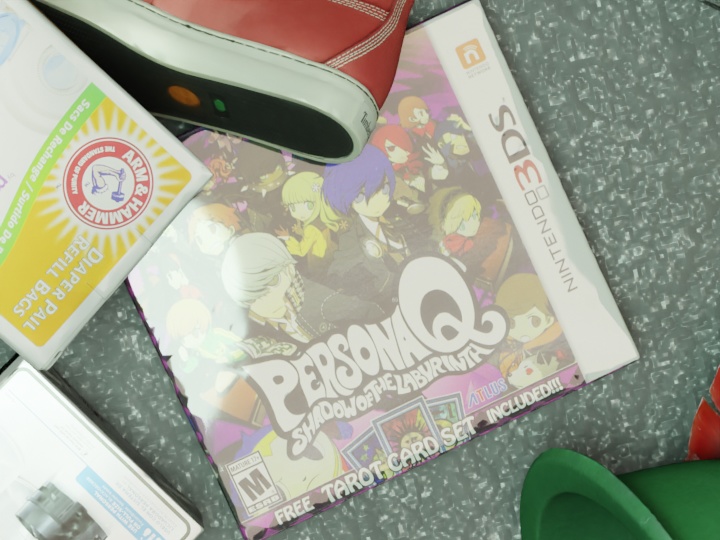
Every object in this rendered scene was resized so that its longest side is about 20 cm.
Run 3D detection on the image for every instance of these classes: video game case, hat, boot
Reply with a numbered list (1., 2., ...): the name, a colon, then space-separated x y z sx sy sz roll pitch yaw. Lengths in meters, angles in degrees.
1. video game case: 0.000 0.000 1.194 0.200 0.036 0.182 -25 94 -4
2. hat: 0.184 0.113 1.175 0.176 0.166 0.200 -26 133 -22
3. boot: -0.067 -0.141 1.172 0.200 0.072 0.145 18 66 9

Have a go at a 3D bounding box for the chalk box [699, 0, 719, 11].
1. chalk box: 0.195 -0.171 1.122 0.124 0.200 0.124 29 90 -7

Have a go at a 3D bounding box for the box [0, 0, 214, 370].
1. box: -0.174 -0.068 1.090 0.200 0.101 0.113 43 85 -16

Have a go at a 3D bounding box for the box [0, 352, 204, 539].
1. box: -0.177 0.144 1.172 0.200 0.060 0.117 -45 96 -2
